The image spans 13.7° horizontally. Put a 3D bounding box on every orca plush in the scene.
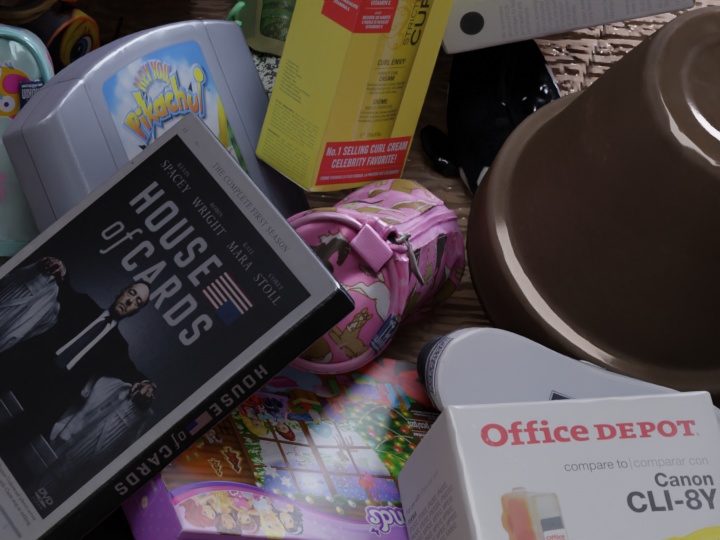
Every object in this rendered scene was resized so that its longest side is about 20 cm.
[{"bbox_3d":[0.095,-0.111,1.716,0.105,0.071,0.201,13,47,5],"label":"orca plush"}]

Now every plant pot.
[{"bbox_3d":[0.175,-0.042,1.565,0.199,0.175,0.201,9,57,-14],"label":"plant pot"}]

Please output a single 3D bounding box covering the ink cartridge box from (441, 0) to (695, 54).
[{"bbox_3d":[0.074,-0.178,1.737,0.199,0.044,0.198,-9,22,-6],"label":"ink cartridge box"}]

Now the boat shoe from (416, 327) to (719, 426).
[{"bbox_3d":[0.119,0.084,1.535,0.199,0.068,0.072,22,87,-12],"label":"boat shoe"}]

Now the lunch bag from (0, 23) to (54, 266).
[{"bbox_3d":[-0.248,-0.049,1.566,0.199,0.162,0.077,-2,6,-7],"label":"lunch bag"}]

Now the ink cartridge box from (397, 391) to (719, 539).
[{"bbox_3d":[0.110,0.164,1.407,0.144,0.084,0.201,-2,62,-20],"label":"ink cartridge box"}]

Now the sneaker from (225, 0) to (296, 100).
[{"bbox_3d":[-0.057,-0.134,1.725,0.088,0.077,0.200,-19,48,-10],"label":"sneaker"}]

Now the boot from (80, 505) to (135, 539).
[{"bbox_3d":[-0.137,0.102,1.489,0.153,0.074,0.205,12,55,2],"label":"boot"}]

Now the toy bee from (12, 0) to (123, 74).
[{"bbox_3d":[-0.191,-0.116,1.663,0.130,0.109,0.200,17,47,12],"label":"toy bee"}]

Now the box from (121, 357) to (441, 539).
[{"bbox_3d":[-0.032,0.095,1.476,0.199,0.039,0.137,8,40,-35],"label":"box"}]

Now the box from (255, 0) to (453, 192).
[{"bbox_3d":[0.008,-0.143,1.590,0.075,0.201,0.050,-6,32,-44],"label":"box"}]

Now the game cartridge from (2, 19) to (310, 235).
[{"bbox_3d":[-0.104,-0.058,1.578,0.200,0.040,0.134,-34,102,-55],"label":"game cartridge"}]

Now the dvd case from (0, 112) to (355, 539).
[{"bbox_3d":[-0.118,0.033,1.428,0.200,0.025,0.150,-40,51,-1],"label":"dvd case"}]

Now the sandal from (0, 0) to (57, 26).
[{"bbox_3d":[-0.192,-0.156,1.607,0.055,0.199,0.082,37,54,-28],"label":"sandal"}]

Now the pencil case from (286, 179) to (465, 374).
[{"bbox_3d":[0.000,0.000,1.531,0.086,0.083,0.200,10,7,9],"label":"pencil case"}]
